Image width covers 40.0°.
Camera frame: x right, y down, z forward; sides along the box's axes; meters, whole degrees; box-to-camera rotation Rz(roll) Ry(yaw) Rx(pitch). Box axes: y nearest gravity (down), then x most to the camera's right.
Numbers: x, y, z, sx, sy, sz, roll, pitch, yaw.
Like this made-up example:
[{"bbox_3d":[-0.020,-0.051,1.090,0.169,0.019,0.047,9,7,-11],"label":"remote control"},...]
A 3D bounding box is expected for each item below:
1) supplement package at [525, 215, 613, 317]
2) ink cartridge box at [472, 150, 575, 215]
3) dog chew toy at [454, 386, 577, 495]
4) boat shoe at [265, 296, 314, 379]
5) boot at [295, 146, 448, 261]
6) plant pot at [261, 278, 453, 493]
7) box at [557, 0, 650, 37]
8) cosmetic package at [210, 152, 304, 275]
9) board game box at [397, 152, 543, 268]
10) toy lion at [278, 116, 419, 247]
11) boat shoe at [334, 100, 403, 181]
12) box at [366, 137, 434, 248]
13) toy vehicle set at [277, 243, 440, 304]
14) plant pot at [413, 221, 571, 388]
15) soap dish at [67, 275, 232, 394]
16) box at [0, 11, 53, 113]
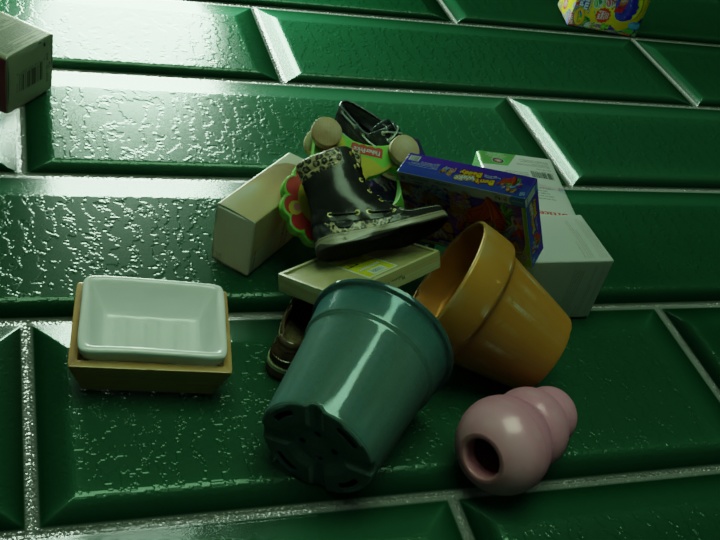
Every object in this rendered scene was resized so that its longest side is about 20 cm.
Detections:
[{"bbox_3d":[0.266,-0.006,1.542,0.198,0.122,0.120,-1,41,-22],"label":"supplement package"},{"bbox_3d":[0.277,-0.113,1.711,0.143,0.084,0.201,6,38,-12],"label":"ink cartridge box"},{"bbox_3d":[0.210,0.206,1.265,0.124,0.125,0.199,38,36,27],"label":"dog chew toy"},{"bbox_3d":[-0.071,0.064,1.374,0.074,0.075,0.203,17,37,2],"label":"boat shoe"},{"bbox_3d":[0.012,-0.103,1.398,0.198,0.073,0.152,-15,68,-12],"label":"boot"},{"bbox_3d":[-0.013,0.149,1.209,0.199,0.201,0.197,24,47,11],"label":"plant pot"},{"bbox_3d":[0.630,-0.723,2.505,0.191,0.201,0.123,7,39,-10],"label":"box"},{"bbox_3d":[-0.141,-0.090,1.520,0.071,0.106,0.200,26,40,16],"label":"cosmetic package"},{"bbox_3d":[0.159,-0.087,1.422,0.199,0.135,0.045,15,51,28],"label":"board game box"},{"bbox_3d":[-0.020,-0.119,1.477,0.198,0.069,0.194,10,76,-15],"label":"toy lion"},{"bbox_3d":[0.037,-0.209,1.588,0.200,0.068,0.071,38,43,26],"label":"boat shoe"},{"bbox_3d":[0.041,-0.128,1.631,0.147,0.105,0.201,2,39,-18],"label":"box"},{"bbox_3d":[0.000,0.000,1.378,0.199,0.027,0.124,-23,29,-38],"label":"toy vehicle set"},{"bbox_3d":[0.185,0.065,1.376,0.183,0.200,0.201,34,36,-10],"label":"plant pot"},{"bbox_3d":[-0.269,0.085,1.273,0.198,0.082,0.158,4,39,-14],"label":"soap dish"},{"bbox_3d":[-0.644,-0.371,1.689,0.199,0.110,0.128,24,38,11],"label":"box"}]
